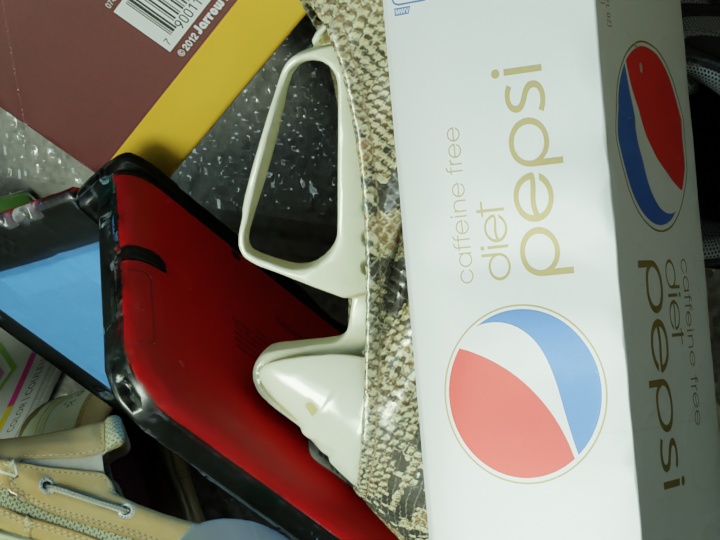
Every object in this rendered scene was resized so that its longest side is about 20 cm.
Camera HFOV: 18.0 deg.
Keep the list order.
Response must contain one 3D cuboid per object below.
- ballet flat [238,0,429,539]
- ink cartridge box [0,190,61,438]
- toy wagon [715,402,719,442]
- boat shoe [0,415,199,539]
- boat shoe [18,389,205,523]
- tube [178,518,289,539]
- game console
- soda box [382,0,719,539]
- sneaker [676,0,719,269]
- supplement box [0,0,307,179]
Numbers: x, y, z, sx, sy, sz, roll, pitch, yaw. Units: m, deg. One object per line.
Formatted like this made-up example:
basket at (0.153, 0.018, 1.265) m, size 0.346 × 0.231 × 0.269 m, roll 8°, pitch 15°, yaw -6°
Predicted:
ballet flat at (0.000, 0.000, 0.697) m, size 0.068 × 0.075 × 0.202 m, roll -132°, pitch 40°, yaw -79°
ink cartridge box at (-0.206, 0.043, 0.915) m, size 0.059 × 0.199 × 0.104 m, roll 44°, pitch 127°, yaw 22°
toy wagon at (0.088, 0.046, 0.717) m, size 0.040 × 0.155 × 0.200 m, roll -42°, pitch 70°, yaw -5°
boat shoe at (-0.111, 0.089, 0.863) m, size 0.199 × 0.072 × 0.077 m, roll 27°, pitch 83°, yaw -3°
boat shoe at (-0.088, 0.142, 0.918) m, size 0.066 × 0.074 × 0.201 m, roll -28°, pitch 78°, yaw 50°
tube at (-0.064, 0.176, 0.815) m, size 0.052 × 0.058 × 0.201 m, roll 20°, pitch 124°, yaw 3°
game console at (-0.049, 0.065, 0.789) m, size 0.119 × 0.200 × 0.173 m, roll -38°, pitch 34°, yaw 20°
soda box at (0.053, 0.000, 0.613) m, size 0.063 × 0.068 × 0.202 m, roll -5°, pitch 89°, yaw 28°
sneaker at (0.082, -0.059, 0.703) m, size 0.199 × 0.114 × 0.076 m, roll 29°, pitch 113°, yaw 29°
supplement box at (-0.087, -0.170, 0.743) m, size 0.199 × 0.133 × 0.197 m, roll 35°, pitch 129°, yaw -12°
